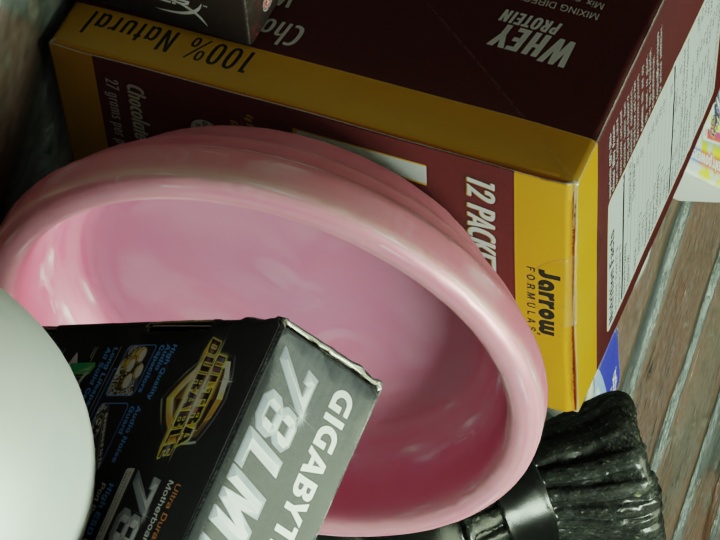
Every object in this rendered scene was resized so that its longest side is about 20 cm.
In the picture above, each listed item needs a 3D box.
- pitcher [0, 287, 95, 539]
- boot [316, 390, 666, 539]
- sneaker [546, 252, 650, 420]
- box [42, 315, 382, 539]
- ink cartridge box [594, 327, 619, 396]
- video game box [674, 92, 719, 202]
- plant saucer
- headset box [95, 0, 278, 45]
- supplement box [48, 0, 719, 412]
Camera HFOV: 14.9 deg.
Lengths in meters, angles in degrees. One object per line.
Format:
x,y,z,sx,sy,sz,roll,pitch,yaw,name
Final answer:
-0.167,0.064,0.726,0.172,0.121,0.200,-57,152,2,pitcher
0.046,0.098,1.148,0.211,0.158,0.079,-9,92,-82,boot
0.069,0.033,1.246,0.070,0.080,0.200,-123,-142,-53,sneaker
-0.103,0.111,0.840,0.050,0.198,0.200,35,67,-32,box
0.045,0.079,1.364,0.076,0.136,0.200,74,36,-66,ink cartridge box
0.151,-0.135,1.366,0.200,0.047,0.182,16,74,-65,video game box
-0.030,0.017,0.955,0.201,0.200,0.051,85,18,-52,plant saucer
-0.046,-0.200,0.904,0.200,0.077,0.149,87,26,-53,headset box
0.022,-0.085,1.024,0.133,0.197,0.200,85,26,-52,supplement box
